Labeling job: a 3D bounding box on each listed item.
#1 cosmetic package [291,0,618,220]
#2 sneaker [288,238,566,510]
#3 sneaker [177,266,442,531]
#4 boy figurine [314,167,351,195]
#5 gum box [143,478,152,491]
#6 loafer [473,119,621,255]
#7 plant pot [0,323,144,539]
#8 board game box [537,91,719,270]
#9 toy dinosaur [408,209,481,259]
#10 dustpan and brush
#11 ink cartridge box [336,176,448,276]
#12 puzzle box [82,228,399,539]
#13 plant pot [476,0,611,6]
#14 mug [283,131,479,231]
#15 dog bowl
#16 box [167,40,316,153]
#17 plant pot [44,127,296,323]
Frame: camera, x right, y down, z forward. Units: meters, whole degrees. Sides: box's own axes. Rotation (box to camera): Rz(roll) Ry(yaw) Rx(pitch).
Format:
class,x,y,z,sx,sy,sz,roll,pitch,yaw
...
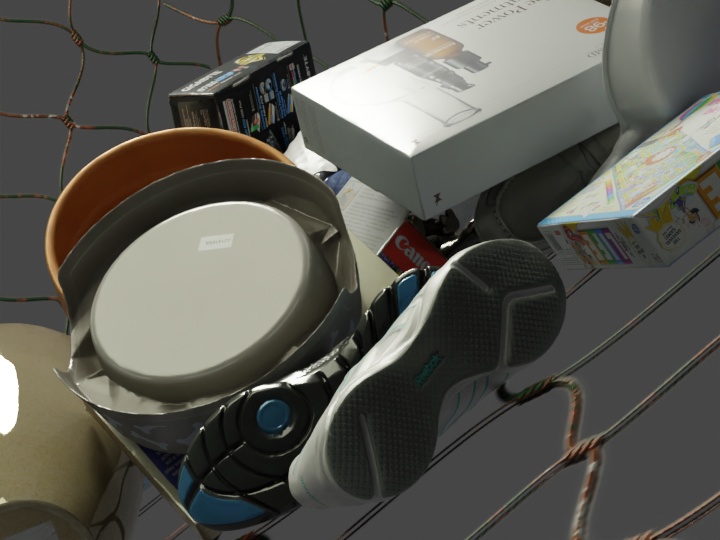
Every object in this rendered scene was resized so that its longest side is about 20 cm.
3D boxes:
class,x,y,z,sx,sy,sz,roll,pitch,yaw
cosmetic package,0.078,-0.116,1.512,0.199,0.052,0.151,-27,35,-22
sneaker,0.030,0.052,1.225,0.200,0.071,0.080,-41,5,-34
sneaker,-0.012,0.082,1.328,0.200,0.073,0.082,-36,-16,-5
boy figurine,0.034,-0.094,1.656,0.200,0.064,0.125,-22,52,58
gum box,-0.220,0.160,1.683,0.170,0.045,0.200,-36,-12,0
loafer,0.145,-0.072,1.512,0.200,0.070,0.070,-42,2,-39
plant pot,-0.217,0.150,1.475,0.187,0.188,0.200,-36,18,0
board game box,0.184,-0.054,1.320,0.134,0.034,0.200,-38,6,-8
toy dinosaur,0.029,-0.009,1.667,0.102,0.077,0.200,-13,25,41
dustpan and brush,0.187,-0.106,1.453,0.057,0.139,0.201,16,79,60
ink cartridge box,0.000,0.000,1.548,0.200,0.050,0.109,-52,26,-11
puzzle box,-0.058,0.060,1.445,0.200,0.133,0.025,-37,-35,-13
plant pot,0.151,-0.158,1.695,0.174,0.200,0.200,-52,5,3
mug,-0.003,-0.037,1.852,0.175,0.147,0.201,-48,-18,-49
dog bowl,-0.089,0.024,1.417,0.199,0.059,0.201,-12,45,13
box,-0.077,-0.069,1.893,0.046,0.201,0.159,-1,20,30
plant pot,-0.122,0.015,1.728,0.200,0.200,0.140,-39,-33,-25
